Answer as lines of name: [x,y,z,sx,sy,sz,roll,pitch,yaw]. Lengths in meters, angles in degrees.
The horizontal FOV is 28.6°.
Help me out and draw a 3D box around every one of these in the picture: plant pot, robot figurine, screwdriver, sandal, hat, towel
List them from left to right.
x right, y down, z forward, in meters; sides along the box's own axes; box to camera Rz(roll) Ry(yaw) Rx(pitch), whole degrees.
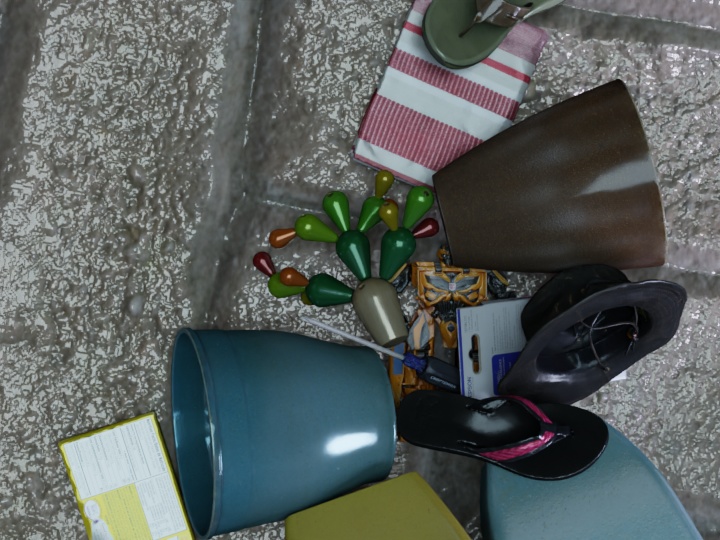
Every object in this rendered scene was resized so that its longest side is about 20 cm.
plant pot: [-0.072,0.146,1.360,0.188,0.200,0.200,-5,91,-18]
plant pot: [0.020,0.308,1.343,0.200,0.200,0.177,-18,68,-9]
screwdriver: [0.029,0.077,1.343,0.200,0.029,0.028,26,60,-32]
robot figurine: [0.089,0.073,1.427,0.145,0.058,0.200,0,91,-7]
towel: [0.090,-0.179,1.443,0.144,0.023,0.200,23,90,-5]
sandal: [0.131,0.148,1.317,0.200,0.045,0.075,8,64,7]
sandal: [0.142,-0.275,1.406,0.201,0.057,0.080,-36,86,-17]
plant pot: [0.177,-0.071,1.380,0.200,0.187,0.187,-14,92,3]
plant pot: [0.210,0.256,1.379,0.196,0.196,0.200,-23,77,-3]
hat: [0.208,0.046,1.348,0.200,0.201,0.081,-25,60,-3]

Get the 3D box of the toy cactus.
toy cactus: [0.000,0.000,1.394,0.200,0.102,0.165,-27,74,10]

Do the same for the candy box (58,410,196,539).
candy box: [-0.226,0.251,1.423,0.102,0.026,0.200,-17,92,-6]

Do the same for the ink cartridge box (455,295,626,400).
ink cartridge box: [0.176,0.073,1.408,0.200,0.037,0.095,-6,94,-29]
